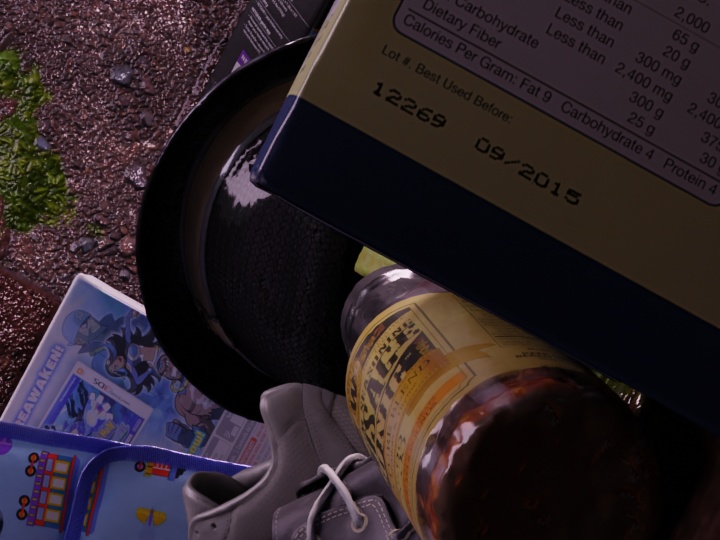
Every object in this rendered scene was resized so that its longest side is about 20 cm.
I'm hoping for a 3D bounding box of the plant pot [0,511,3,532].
[{"bbox_3d":[-0.087,0.180,0.500,0.201,0.179,0.200,-63,4,-25],"label":"plant pot"}]

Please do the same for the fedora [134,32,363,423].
[{"bbox_3d":[0.000,0.000,0.880,0.202,0.200,0.092,-60,38,15],"label":"fedora"}]

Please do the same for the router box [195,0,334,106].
[{"bbox_3d":[0.028,-0.103,0.958,0.199,0.051,0.150,-6,-42,-42],"label":"router box"}]

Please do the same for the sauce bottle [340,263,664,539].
[{"bbox_3d":[0.029,0.039,0.584,0.066,0.066,0.200,-61,14,4],"label":"sauce bottle"}]

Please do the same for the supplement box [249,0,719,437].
[{"bbox_3d":[0.077,-0.082,0.493,0.201,0.134,0.200,-62,5,3],"label":"supplement box"}]

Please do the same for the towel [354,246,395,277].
[{"bbox_3d":[0.048,-0.072,0.741,0.144,0.023,0.202,-133,57,-66],"label":"towel"}]

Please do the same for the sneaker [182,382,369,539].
[{"bbox_3d":[-0.046,0.133,0.864,0.201,0.092,0.076,-61,5,15],"label":"sneaker"}]

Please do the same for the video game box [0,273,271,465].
[{"bbox_3d":[-0.116,0.132,1.066,0.201,0.181,0.047,-61,-1,0],"label":"video game box"}]

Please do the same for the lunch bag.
[{"bbox_3d":[-0.120,0.160,0.964,0.094,0.198,0.152,34,-115,-68],"label":"lunch bag"}]

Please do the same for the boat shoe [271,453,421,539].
[{"bbox_3d":[0.002,0.098,0.699,0.201,0.067,0.072,-56,6,25],"label":"boat shoe"}]
